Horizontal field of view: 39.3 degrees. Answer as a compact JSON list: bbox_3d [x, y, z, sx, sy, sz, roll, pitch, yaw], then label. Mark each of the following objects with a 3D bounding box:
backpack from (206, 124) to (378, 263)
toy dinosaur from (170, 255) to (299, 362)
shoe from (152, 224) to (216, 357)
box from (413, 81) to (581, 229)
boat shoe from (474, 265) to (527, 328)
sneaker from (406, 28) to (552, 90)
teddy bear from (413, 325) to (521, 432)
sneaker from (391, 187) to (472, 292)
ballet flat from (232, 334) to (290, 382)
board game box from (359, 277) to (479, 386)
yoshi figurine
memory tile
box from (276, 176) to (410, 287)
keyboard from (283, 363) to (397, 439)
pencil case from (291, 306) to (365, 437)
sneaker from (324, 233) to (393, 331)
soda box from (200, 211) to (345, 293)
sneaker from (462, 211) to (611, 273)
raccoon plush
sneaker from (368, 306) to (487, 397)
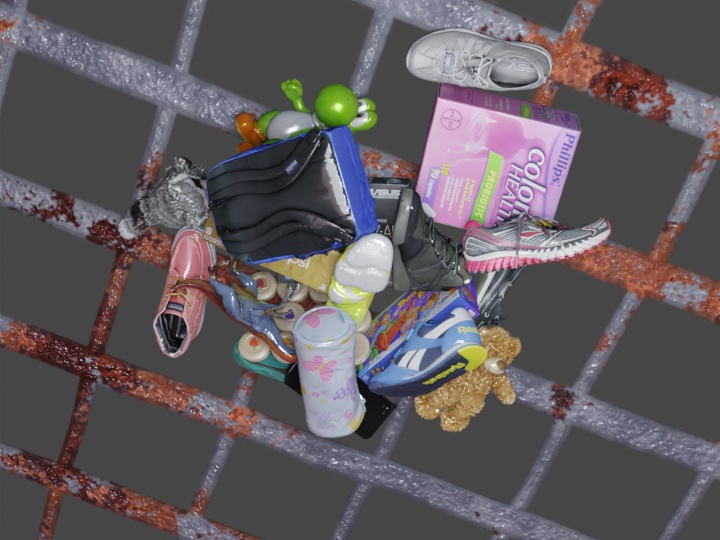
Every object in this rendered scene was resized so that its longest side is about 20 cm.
[{"bbox_3d":[-0.089,-0.091,1.343,0.200,0.168,0.163,-15,92,19],"label":"backpack"},{"bbox_3d":[-0.151,0.062,1.487,0.200,0.105,0.182,-23,92,37],"label":"toy dinosaur"},{"bbox_3d":[-0.270,0.033,1.550,0.071,0.091,0.200,12,115,1],"label":"shoe"},{"bbox_3d":[0.184,-0.148,1.412,0.200,0.097,0.176,14,115,0],"label":"box"},{"bbox_3d":[0.193,0.048,1.502,0.066,0.075,0.200,25,93,-8],"label":"boat shoe"},{"bbox_3d":[0.161,-0.282,1.362,0.200,0.082,0.075,2,114,6],"label":"sneaker"},{"bbox_3d":[0.171,0.177,1.576,0.200,0.067,0.145,-36,108,20],"label":"teddy bear"},{"bbox_3d":[0.099,-0.038,1.385,0.114,0.076,0.200,4,141,9],"label":"sneaker"},{"bbox_3d":[-0.116,0.147,1.594,0.200,0.070,0.067,25,73,-28],"label":"ballet flat"},{"bbox_3d":[0.084,0.077,1.503,0.045,0.135,0.200,41,112,-18],"label":"board game box"},{"bbox_3d":[-0.079,-0.212,1.412,0.200,0.112,0.113,-15,105,10],"label":"yoshi figurine"},{"bbox_3d":[-0.082,0.071,1.524,0.200,0.154,0.017,2,152,5],"label":"memory tile"},{"bbox_3d":[-0.026,-0.059,1.499,0.200,0.044,0.161,3,109,6],"label":"box"},{"bbox_3d":[-0.018,0.173,1.593,0.200,0.021,0.127,39,91,-29],"label":"keyboard"},{"bbox_3d":[-0.043,0.147,1.436,0.091,0.083,0.200,-5,128,2],"label":"pencil case"},{"bbox_3d":[0.000,0.000,1.426,0.076,0.105,0.200,26,132,-4],"label":"sneaker"},{"bbox_3d":[-0.122,-0.043,1.458,0.200,0.064,0.068,23,110,-2],"label":"soda box"},{"bbox_3d":[0.237,-0.045,1.359,0.200,0.081,0.075,-9,90,5],"label":"sneaker"},{"bbox_3d":[-0.284,-0.076,1.478,0.097,0.134,0.200,41,112,-13],"label":"raccoon plush"},{"bbox_3d":[0.091,0.120,1.414,0.200,0.082,0.074,-31,147,34],"label":"sneaker"}]
